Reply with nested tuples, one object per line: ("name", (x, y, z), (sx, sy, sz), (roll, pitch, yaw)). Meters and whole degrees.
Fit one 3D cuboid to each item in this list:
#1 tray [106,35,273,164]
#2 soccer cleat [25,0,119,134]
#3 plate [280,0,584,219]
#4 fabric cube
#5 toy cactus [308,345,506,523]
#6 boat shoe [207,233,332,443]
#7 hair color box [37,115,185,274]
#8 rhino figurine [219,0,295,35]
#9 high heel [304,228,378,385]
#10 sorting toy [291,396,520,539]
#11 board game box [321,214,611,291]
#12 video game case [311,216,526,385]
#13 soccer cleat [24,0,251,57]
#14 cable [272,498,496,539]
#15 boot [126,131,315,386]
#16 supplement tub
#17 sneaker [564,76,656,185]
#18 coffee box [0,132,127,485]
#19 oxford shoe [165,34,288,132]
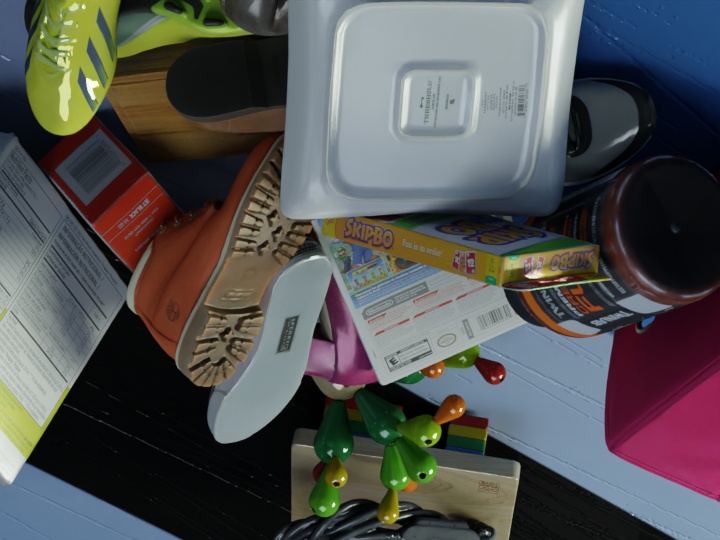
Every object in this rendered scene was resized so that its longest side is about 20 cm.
("tray", (-0.083, -0.129, 1.588), (0.199, 0.037, 0.099), (-5, 141, 20))
("soccer cleat", (-0.189, -0.181, 1.432), (0.064, 0.084, 0.201), (22, 112, 7))
("plate", (0.049, -0.118, 1.443), (0.199, 0.032, 0.200), (-1, 119, -9))
("fabric cube", (0.319, 0.047, 1.581), (0.199, 0.197, 0.199), (23, 143, -16))
("toy cactus", (0.014, 0.109, 1.821), (0.165, 0.102, 0.200), (46, 109, 16))
("boat shoe", (-0.082, 0.043, 1.651), (0.073, 0.068, 0.200), (-13, 138, -32))
("hair color box", (-0.156, -0.019, 1.685), (0.064, 0.111, 0.200), (-43, 131, -3))
("rhino figurine", (-0.001, -0.195, 1.443), (0.199, 0.060, 0.088), (1, 126, -9))
("high heel", (0.000, 0.000, 1.682), (0.096, 0.067, 0.201), (5, 111, -20))
("sorting toy", (0.040, 0.195, 1.965), (0.199, 0.070, 0.199), (8, 144, 4))
("board game box", (0.073, -0.019, 1.499), (0.095, 0.030, 0.200), (-7, -161, -42))
("video game case", (0.049, -0.014, 1.641), (0.143, 0.018, 0.200), (-23, 128, -1))
("soccer cleat", (-0.137, -0.185, 1.521), (0.199, 0.065, 0.084), (-5, 171, 14))
("cable", (0.010, 0.243, 1.918), (0.199, 0.051, 0.163), (5, 160, -23))
("boot", (-0.103, -0.028, 1.566), (0.075, 0.107, 0.200), (11, 113, -50))
("supplement tub", (0.178, -0.010, 1.563), (0.107, 0.107, 0.200), (24, 159, -17))
("sneaker", (0.110, -0.090, 1.521), (0.199, 0.074, 0.079), (-10, -178, 10))
("coffee box", (-0.339, 0.017, 1.681), (0.199, 0.198, 0.200), (10, 148, 34))
("oxford shoe", (-0.030, -0.130, 1.504), (0.199, 0.072, 0.071), (-2, 165, 8))
